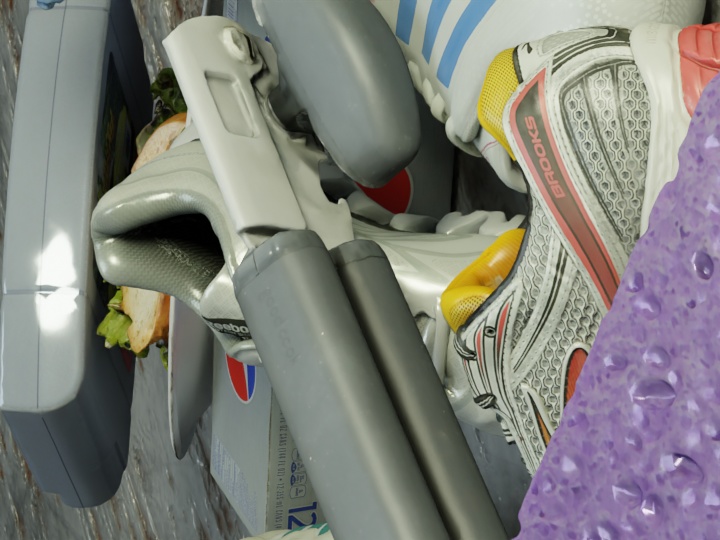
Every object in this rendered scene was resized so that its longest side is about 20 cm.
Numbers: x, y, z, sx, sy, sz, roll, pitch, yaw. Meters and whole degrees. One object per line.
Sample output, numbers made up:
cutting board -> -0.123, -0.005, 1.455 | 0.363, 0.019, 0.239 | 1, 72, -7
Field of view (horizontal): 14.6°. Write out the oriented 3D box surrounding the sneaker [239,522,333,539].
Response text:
sneaker -> -0.015, 0.119, 0.945 | 0.200, 0.093, 0.071 | 98, 179, -78

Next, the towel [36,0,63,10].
towel -> -0.072, -0.156, 0.979 | 0.112, 0.048, 0.200 | -65, -10, 17

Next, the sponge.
sponge -> 0.097, 0.038, 0.664 | 0.112, 0.030, 0.201 | 49, 128, 43

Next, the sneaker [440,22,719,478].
sneaker -> 0.064, 0.025, 0.764 | 0.078, 0.082, 0.201 | -63, -24, -64

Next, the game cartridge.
game cartridge -> -0.110, -0.022, 1.103 | 0.133, 0.041, 0.201 | 72, -162, -66

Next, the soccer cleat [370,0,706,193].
soccer cleat -> 0.035, -0.068, 0.846 | 0.200, 0.069, 0.087 | -170, 85, -67

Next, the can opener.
can opener -> 0.000, 0.000, 0.808 | 0.067, 0.053, 0.201 | -40, 61, 32

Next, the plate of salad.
plate of salad -> -0.069, -0.028, 1.089 | 0.200, 0.048, 0.201 | 5, -90, -88

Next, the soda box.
soda box -> -0.011, -0.005, 0.998 | 0.063, 0.068, 0.201 | -133, 40, -56

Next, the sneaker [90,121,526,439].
sneaker -> 0.001, 0.012, 0.880 | 0.199, 0.081, 0.076 | 24, 120, 31
